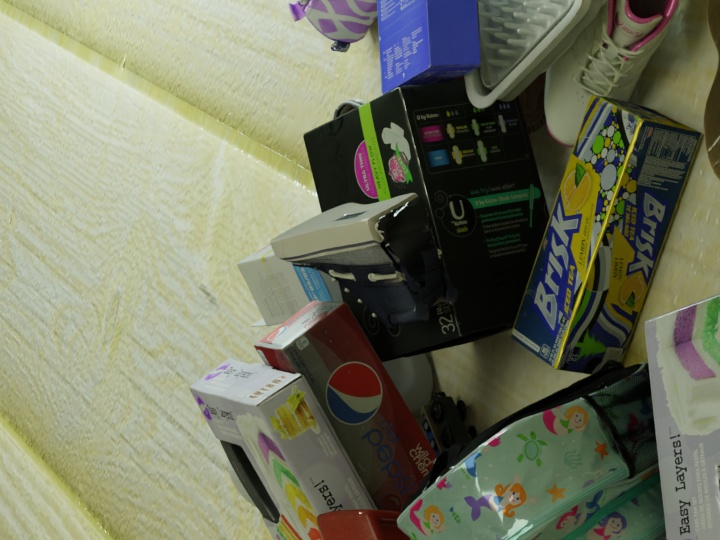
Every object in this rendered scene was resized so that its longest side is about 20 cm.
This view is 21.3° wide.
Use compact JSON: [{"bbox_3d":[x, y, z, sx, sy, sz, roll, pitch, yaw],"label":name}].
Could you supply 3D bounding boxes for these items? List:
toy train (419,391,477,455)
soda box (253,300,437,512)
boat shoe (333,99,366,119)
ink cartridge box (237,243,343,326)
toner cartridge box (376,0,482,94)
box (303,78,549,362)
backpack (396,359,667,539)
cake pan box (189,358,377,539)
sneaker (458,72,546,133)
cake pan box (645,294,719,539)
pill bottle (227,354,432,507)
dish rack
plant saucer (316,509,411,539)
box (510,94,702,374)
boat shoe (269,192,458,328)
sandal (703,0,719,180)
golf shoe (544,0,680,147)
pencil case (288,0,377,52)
[{"bbox_3d":[0.091,0.184,1.576,0.046,0.034,0.201,114,146,-42],"label":"toy train"},{"bbox_3d":[0.000,0.124,1.538,0.201,0.070,0.063,60,159,-14],"label":"soda box"},{"bbox_3d":[0.035,-0.091,1.709,0.074,0.060,0.200,-57,39,24],"label":"boat shoe"},{"bbox_3d":[-0.032,-0.008,1.713,0.068,0.115,0.200,64,155,-6],"label":"ink cartridge box"},{"bbox_3d":[0.052,-0.197,1.527,0.200,0.043,0.096,179,89,-80],"label":"toner cartridge box"},{"bbox_3d":[0.061,-0.041,1.550,0.148,0.124,0.201,-21,82,54],"label":"box"},{"bbox_3d":[0.132,0.165,1.357,0.178,0.199,0.151,-46,65,41],"label":"backpack"},{"bbox_3d":[-0.053,0.164,1.540,0.185,0.052,0.200,64,162,-12],"label":"cake pan box"},{"bbox_3d":[0.117,-0.219,1.603,0.112,0.071,0.201,15,97,55],"label":"sneaker"},{"bbox_3d":[0.276,0.106,1.251,0.184,0.052,0.201,-24,62,48],"label":"cake pan box"},{"bbox_3d":[-0.035,0.131,1.707,0.200,0.119,0.120,-48,44,41],"label":"pill bottle"},{"bbox_3d":[0.129,-0.239,1.473,0.172,0.043,0.201,-43,46,49],"label":"dish rack"},{"bbox_3d":[0.085,0.252,1.406,0.037,0.199,0.201,-57,38,33],"label":"plant saucer"},{"bbox_3d":[0.184,-0.025,1.449,0.070,0.064,0.201,37,112,55],"label":"box"},{"bbox_3d":[0.000,0.000,1.482,0.200,0.074,0.093,-5,112,64],"label":"boat shoe"},{"bbox_3d":[0.283,-0.140,1.339,0.080,0.054,0.201,-36,38,42],"label":"sandal"},{"bbox_3d":[0.190,-0.177,1.445,0.092,0.075,0.201,-63,-2,-65],"label":"golf shoe"},{"bbox_3d":[0.011,-0.303,1.784,0.200,0.085,0.084,-53,43,36],"label":"pencil case"}]
